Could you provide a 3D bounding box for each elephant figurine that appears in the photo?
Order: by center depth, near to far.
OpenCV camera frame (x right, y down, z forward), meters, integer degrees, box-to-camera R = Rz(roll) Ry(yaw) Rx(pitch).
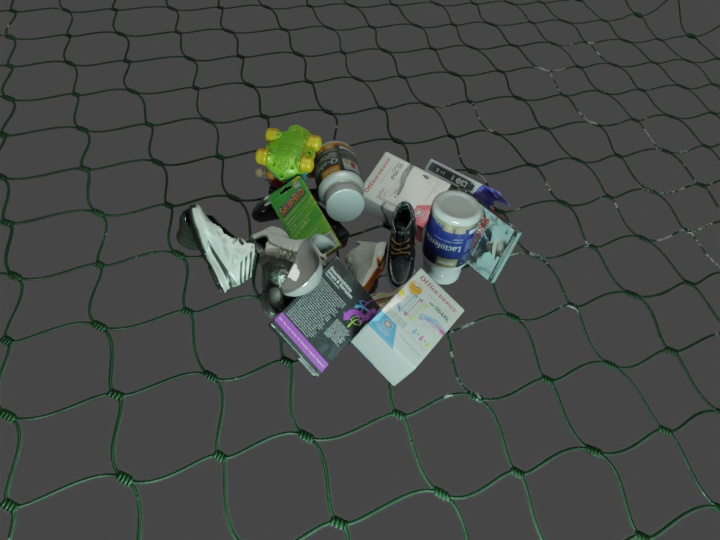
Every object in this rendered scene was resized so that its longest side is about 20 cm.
[{"bbox_3d":[-0.109,0.042,1.518,0.197,0.141,0.158,1,85,-22],"label":"elephant figurine"}]

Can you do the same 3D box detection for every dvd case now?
[{"bbox_3d":[0.279,-0.088,1.705,0.022,0.147,0.200,-12,46,-47],"label":"dvd case"}]

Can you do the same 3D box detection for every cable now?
[{"bbox_3d":[-0.156,-0.212,1.808,0.197,0.051,0.098,17,37,8],"label":"cable"}]

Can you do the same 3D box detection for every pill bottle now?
[{"bbox_3d":[0.203,-0.072,1.631,0.113,0.202,0.117,5,43,-4],"label":"pill bottle"},{"bbox_3d":[-0.052,-0.218,1.730,0.114,0.118,0.202,-1,41,-12],"label":"pill bottle"}]

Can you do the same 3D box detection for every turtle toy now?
[{"bbox_3d":[-0.167,-0.286,1.734,0.143,0.102,0.202,11,52,7],"label":"turtle toy"}]

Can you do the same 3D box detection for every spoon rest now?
[{"bbox_3d":[-0.104,-0.015,1.420,0.061,0.099,0.201,52,28,-18],"label":"spoon rest"}]

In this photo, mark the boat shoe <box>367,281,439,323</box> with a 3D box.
[{"bbox_3d":[0.091,0.078,1.551,0.197,0.076,0.072,-19,56,-18],"label":"boat shoe"}]

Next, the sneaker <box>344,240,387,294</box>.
[{"bbox_3d":[0.000,0.000,1.617,0.090,0.077,0.201,11,35,11],"label":"sneaker"}]

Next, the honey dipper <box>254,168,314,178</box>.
[{"bbox_3d":[-0.178,-0.250,1.795,0.197,0.038,0.038,-8,45,-32],"label":"honey dipper"}]

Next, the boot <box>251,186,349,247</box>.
[{"bbox_3d":[-0.145,-0.108,1.704,0.164,0.066,0.201,-31,67,-20],"label":"boot"}]

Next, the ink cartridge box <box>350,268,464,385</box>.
[{"bbox_3d":[0.102,0.105,1.430,0.128,0.125,0.200,43,61,4],"label":"ink cartridge box"}]

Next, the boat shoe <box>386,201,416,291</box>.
[{"bbox_3d":[0.092,-0.055,1.629,0.069,0.091,0.204,1,66,10],"label":"boat shoe"}]

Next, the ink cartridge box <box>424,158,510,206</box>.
[{"bbox_3d":[0.279,-0.210,1.823,0.198,0.044,0.198,30,5,21],"label":"ink cartridge box"}]

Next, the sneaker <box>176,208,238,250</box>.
[{"bbox_3d":[-0.332,-0.074,1.603,0.197,0.092,0.076,21,42,9],"label":"sneaker"}]

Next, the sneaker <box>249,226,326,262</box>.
[{"bbox_3d":[-0.168,-0.038,1.584,0.197,0.079,0.099,18,19,29],"label":"sneaker"}]

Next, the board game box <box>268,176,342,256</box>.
[{"bbox_3d":[-0.131,-0.114,1.651,0.095,0.030,0.202,-32,78,4],"label":"board game box"}]

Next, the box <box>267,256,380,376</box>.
[{"bbox_3d":[-0.071,0.092,1.432,0.200,0.036,0.143,-45,100,-21],"label":"box"}]

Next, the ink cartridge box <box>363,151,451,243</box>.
[{"bbox_3d":[0.110,-0.185,1.779,0.198,0.083,0.148,29,73,18],"label":"ink cartridge box"}]

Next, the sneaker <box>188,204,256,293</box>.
[{"bbox_3d":[-0.296,-0.064,1.551,0.114,0.076,0.203,-25,91,-18],"label":"sneaker"}]
